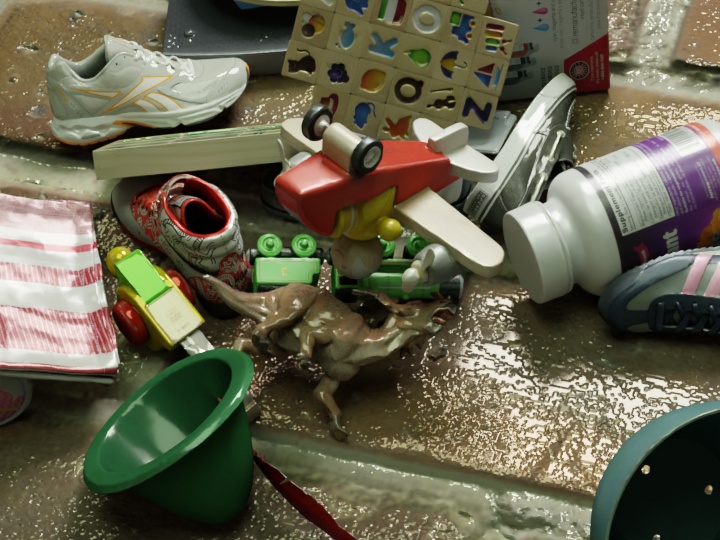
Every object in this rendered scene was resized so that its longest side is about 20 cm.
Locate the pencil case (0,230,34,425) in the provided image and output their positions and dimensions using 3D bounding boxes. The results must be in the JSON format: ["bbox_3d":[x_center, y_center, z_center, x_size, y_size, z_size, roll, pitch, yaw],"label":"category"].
[{"bbox_3d":[-0.329,0.039,1.675,0.090,0.083,0.201,-19,46,8],"label":"pencil case"}]

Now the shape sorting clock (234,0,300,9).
[{"bbox_3d":[-0.071,-0.322,1.940,0.198,0.040,0.201,-4,39,3],"label":"shape sorting clock"}]

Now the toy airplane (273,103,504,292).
[{"bbox_3d":[0.019,-0.060,1.620,0.197,0.142,0.200,17,20,-8],"label":"toy airplane"}]

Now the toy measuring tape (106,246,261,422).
[{"bbox_3d":[-0.155,0.061,1.658,0.073,0.074,0.200,-34,74,-22],"label":"toy measuring tape"}]

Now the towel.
[{"bbox_3d":[-0.286,0.009,1.647,0.143,0.023,0.201,6,46,-25],"label":"towel"}]

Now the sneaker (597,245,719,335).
[{"bbox_3d":[0.299,0.028,1.597,0.198,0.071,0.083,-12,47,0],"label":"sneaker"}]

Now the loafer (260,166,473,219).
[{"bbox_3d":[0.004,-0.088,1.752,0.198,0.063,0.072,1,46,9],"label":"loafer"}]

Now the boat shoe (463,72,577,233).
[{"bbox_3d":[0.159,-0.101,1.744,0.063,0.071,0.200,33,51,3],"label":"boat shoe"}]

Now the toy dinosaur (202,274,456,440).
[{"bbox_3d":[-0.031,0.045,1.608,0.199,0.086,0.136,26,54,14],"label":"toy dinosaur"}]

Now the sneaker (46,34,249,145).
[{"bbox_3d":[-0.205,-0.185,1.843,0.198,0.093,0.076,-14,27,-6],"label":"sneaker"}]

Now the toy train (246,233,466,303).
[{"bbox_3d":[0.000,0.000,1.670,0.198,0.042,0.057,1,62,-7],"label":"toy train"}]

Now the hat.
[{"bbox_3d":[-0.106,0.183,1.555,0.165,0.177,0.200,-37,21,-4],"label":"hat"}]

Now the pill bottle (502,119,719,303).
[{"bbox_3d":[0.227,-0.045,1.647,0.198,0.112,0.112,-21,48,-10],"label":"pill bottle"}]

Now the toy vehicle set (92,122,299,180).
[{"bbox_3d":[-0.136,-0.112,1.771,0.198,0.027,0.124,-6,8,4],"label":"toy vehicle set"}]

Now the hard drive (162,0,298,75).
[{"bbox_3d":[-0.094,-0.250,1.929,0.198,0.043,0.136,-4,47,5],"label":"hard drive"}]

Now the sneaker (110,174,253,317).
[{"bbox_3d":[-0.164,-0.055,1.717,0.067,0.109,0.201,-30,50,-19],"label":"sneaker"}]

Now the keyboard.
[{"bbox_3d":[0.046,-0.137,1.811,0.198,0.011,0.057,8,51,25],"label":"keyboard"}]

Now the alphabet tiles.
[{"bbox_3d":[0.036,-0.200,1.746,0.198,0.168,0.006,15,13,-2],"label":"alphabet tiles"}]

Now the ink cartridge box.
[{"bbox_3d":[0.129,-0.259,1.832,0.198,0.146,0.146,-6,48,4],"label":"ink cartridge box"}]

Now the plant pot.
[{"bbox_3d":[0.248,0.183,1.405,0.198,0.202,0.135,-20,12,-10],"label":"plant pot"}]
